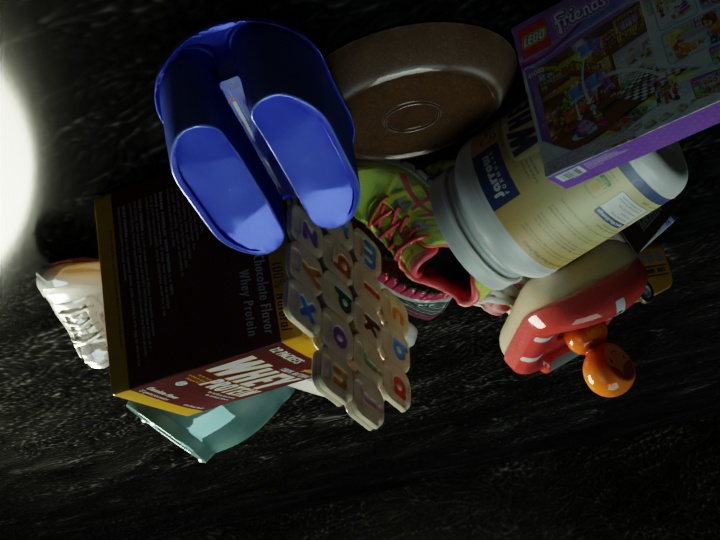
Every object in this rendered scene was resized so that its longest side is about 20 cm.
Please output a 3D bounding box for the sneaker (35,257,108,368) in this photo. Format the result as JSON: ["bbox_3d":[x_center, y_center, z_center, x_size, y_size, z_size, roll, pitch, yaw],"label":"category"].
[{"bbox_3d":[-0.294,0.049,1.205,0.074,0.101,0.200,-11,159,8],"label":"sneaker"}]

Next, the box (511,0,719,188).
[{"bbox_3d":[0.220,-0.165,0.832,0.198,0.139,0.039,-23,156,32],"label":"box"}]

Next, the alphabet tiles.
[{"bbox_3d":[-0.011,0.038,0.987,0.014,0.202,0.195,-22,138,26],"label":"alphabet tiles"}]

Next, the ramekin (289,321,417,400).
[{"bbox_3d":[-0.043,0.081,1.177,0.199,0.096,0.203,16,169,3],"label":"ramekin"}]

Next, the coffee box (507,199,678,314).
[{"bbox_3d":[0.238,-0.036,1.210,0.113,0.080,0.200,-38,-178,-39],"label":"coffee box"}]

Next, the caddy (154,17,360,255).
[{"bbox_3d":[-0.080,-0.109,0.871,0.139,0.106,0.201,-19,141,8],"label":"caddy"}]

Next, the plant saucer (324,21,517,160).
[{"bbox_3d":[0.042,-0.145,0.949,0.197,0.035,0.201,-10,161,-3],"label":"plant saucer"}]

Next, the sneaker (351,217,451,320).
[{"bbox_3d":[0.000,0.000,1.133,0.197,0.081,0.075,22,144,5],"label":"sneaker"}]

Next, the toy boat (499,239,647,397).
[{"bbox_3d":[0.223,0.063,1.072,0.129,0.132,0.201,-26,159,-16],"label":"toy boat"}]

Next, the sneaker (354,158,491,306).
[{"bbox_3d":[0.053,-0.037,1.054,0.198,0.091,0.079,32,126,1],"label":"sneaker"}]

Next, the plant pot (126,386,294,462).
[{"bbox_3d":[-0.196,0.142,1.306,0.199,0.135,0.201,32,164,10],"label":"plant pot"}]

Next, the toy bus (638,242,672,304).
[{"bbox_3d":[0.315,0.016,1.407,0.198,0.080,0.065,-8,170,-36],"label":"toy bus"}]

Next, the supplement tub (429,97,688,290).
[{"bbox_3d":[0.174,-0.084,0.977,0.199,0.146,0.144,-34,151,28],"label":"supplement tub"}]

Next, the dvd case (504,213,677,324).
[{"bbox_3d":[0.263,0.004,1.266,0.199,0.018,0.143,-40,-177,-11],"label":"dvd case"}]

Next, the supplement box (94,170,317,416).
[{"bbox_3d":[-0.127,0.011,1.039,0.197,0.200,0.133,-18,158,18],"label":"supplement box"}]

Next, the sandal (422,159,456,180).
[{"bbox_3d":[0.086,-0.051,1.151,0.078,0.088,0.200,-1,157,-19],"label":"sandal"}]

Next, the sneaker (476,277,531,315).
[{"bbox_3d":[0.173,-0.007,1.114,0.075,0.106,0.199,23,159,-32],"label":"sneaker"}]
